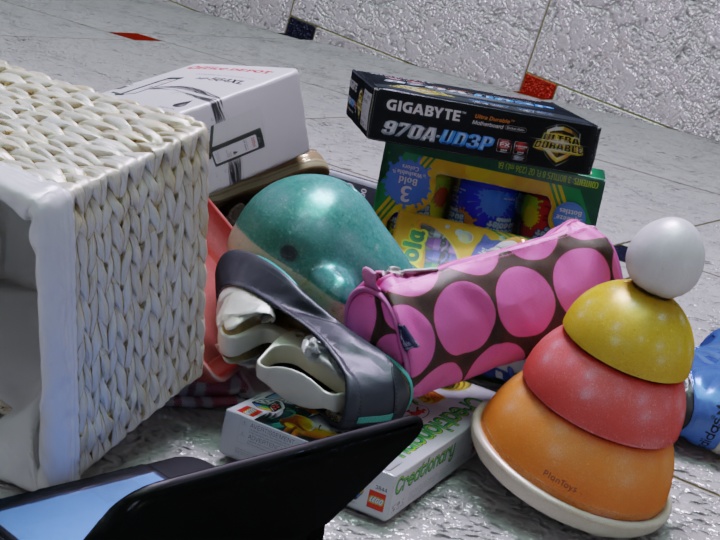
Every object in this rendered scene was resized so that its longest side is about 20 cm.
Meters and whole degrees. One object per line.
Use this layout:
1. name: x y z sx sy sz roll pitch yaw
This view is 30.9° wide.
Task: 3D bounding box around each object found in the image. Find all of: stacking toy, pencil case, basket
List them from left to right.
1. basket: -0.211 -0.008 0.790 0.198 0.201 0.161 19 33 24
2. pencil case: 0.089 0.022 0.904 0.199 0.094 0.091 -16 11 -29
3. stacking toy: 0.172 0.058 0.847 0.146 0.201 0.146 20 21 -8

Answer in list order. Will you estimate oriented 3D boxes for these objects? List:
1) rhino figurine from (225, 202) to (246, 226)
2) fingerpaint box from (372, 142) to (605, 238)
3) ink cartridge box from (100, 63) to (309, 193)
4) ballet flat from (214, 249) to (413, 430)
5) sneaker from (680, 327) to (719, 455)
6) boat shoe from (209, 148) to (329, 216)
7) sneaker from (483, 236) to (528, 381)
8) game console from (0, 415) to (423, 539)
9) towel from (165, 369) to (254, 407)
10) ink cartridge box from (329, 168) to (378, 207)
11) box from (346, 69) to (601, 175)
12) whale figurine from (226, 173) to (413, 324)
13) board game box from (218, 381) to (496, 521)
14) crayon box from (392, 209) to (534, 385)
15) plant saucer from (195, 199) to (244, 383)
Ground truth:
1. rhino figurine: -0.045 -0.029 1.282 0.199 0.060 0.087 6 -7 -21
2. fingerpaint box: 0.108 -0.027 1.188 0.199 0.168 0.073 13 13 6
3. ink cartridge box: -0.166 -0.123 1.170 0.146 0.085 0.200 10 27 39
4. ballet flat: -0.052 0.046 0.869 0.073 0.073 0.200 -6 32 -46
5. sneaker: 0.265 0.081 1.078 0.111 0.077 0.200 22 23 5
6. boat shoe: -0.119 -0.093 1.281 0.199 0.065 0.071 -15 -14 32
7. sneaker: 0.141 0.072 1.002 0.200 0.088 0.075 56 -5 27
8. game console: -0.100 0.109 0.668 0.176 0.117 0.200 24 20 38
9. towel: -0.185 0.057 0.954 0.199 0.030 0.146 5 17 -20
10. ink cartridge box: 0.019 -0.060 1.362 0.199 0.044 0.198 17 -4 24
11. box: 0.094 -0.133 1.153 0.199 0.046 0.159 8 13 -9
12. whale figurine: 0.000 0.000 0.983 0.200 0.104 0.159 30 7 5
13. board game box: 0.010 0.106 0.900 0.126 0.035 0.200 18 17 23
14. crayon box: 0.083 0.023 1.099 0.199 0.052 0.126 12 53 7
15. plant saucer: -0.143 -0.010 0.963 0.200 0.037 0.200 50 19 1
